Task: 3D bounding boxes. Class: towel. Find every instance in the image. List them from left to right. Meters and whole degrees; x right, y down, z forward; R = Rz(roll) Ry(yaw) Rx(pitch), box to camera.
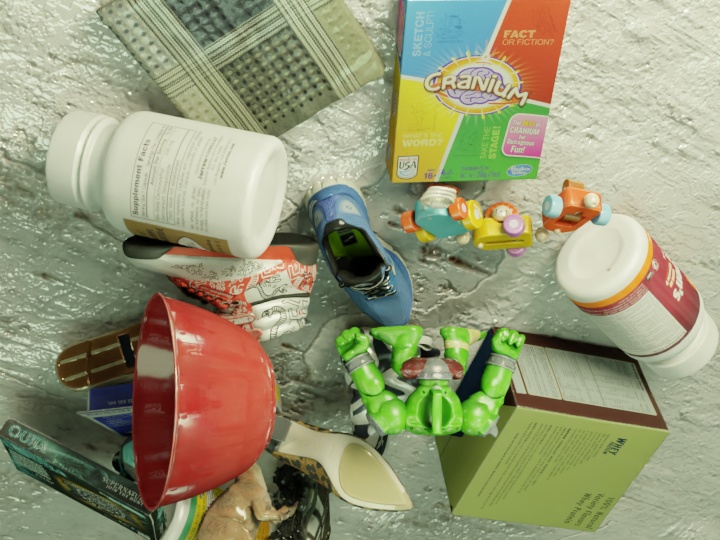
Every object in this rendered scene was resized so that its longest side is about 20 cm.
[{"bbox_3d":[-0.103,-0.209,0.959,0.192,0.035,0.200,-29,127,12],"label":"towel"}]

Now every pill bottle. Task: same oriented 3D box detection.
[{"bbox_3d":[-0.177,-0.084,0.966,0.200,0.114,0.114,13,131,10],"label":"pill bottle"},{"bbox_3d":[-0.179,0.346,1.369,0.200,0.113,0.113,29,121,-29],"label":"pill bottle"},{"bbox_3d":[0.313,0.034,1.175,0.110,0.110,0.200,-36,127,21],"label":"pill bottle"}]

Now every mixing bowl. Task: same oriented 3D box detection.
[{"bbox_3d":[-0.145,0.124,0.994,0.108,0.200,0.200,4,131,-23],"label":"mixing bowl"}]

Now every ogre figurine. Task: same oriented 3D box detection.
[{"bbox_3d":[0.075,0.121,1.145,0.200,0.120,0.098,6,166,-20],"label":"ogre figurine"}]

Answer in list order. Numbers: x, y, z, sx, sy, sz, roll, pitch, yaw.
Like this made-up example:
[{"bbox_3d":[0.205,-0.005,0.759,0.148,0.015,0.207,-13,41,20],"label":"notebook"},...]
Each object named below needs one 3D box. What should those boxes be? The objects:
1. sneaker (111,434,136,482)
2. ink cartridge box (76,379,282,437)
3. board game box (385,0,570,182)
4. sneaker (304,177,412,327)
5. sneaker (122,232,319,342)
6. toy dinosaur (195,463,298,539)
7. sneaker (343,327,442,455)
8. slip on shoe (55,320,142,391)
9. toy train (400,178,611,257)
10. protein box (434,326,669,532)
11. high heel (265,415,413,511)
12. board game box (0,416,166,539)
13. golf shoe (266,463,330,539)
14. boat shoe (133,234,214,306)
[{"bbox_3d":[-0.254,0.227,1.239,0.091,0.078,0.200,-3,164,7],"label":"sneaker"},{"bbox_3d":[-0.194,0.143,1.175,0.197,0.047,0.200,-7,162,-1],"label":"ink cartridge box"},{"bbox_3d":[0.107,-0.177,1.006,0.153,0.040,0.200,-3,131,-7],"label":"board game box"},{"bbox_3d":[0.000,0.000,1.111,0.078,0.089,0.200,-23,130,13],"label":"sneaker"},{"bbox_3d":[-0.137,0.019,1.037,0.201,0.067,0.108,0,107,-31],"label":"sneaker"},{"bbox_3d":[-0.156,0.291,1.246,0.135,0.200,0.086,22,145,5],"label":"toy dinosaur"},{"bbox_3d":[0.053,0.148,1.254,0.129,0.080,0.199,-3,122,6],"label":"sneaker"},{"bbox_3d":[-0.237,0.093,1.181,0.200,0.076,0.061,-16,171,-5],"label":"slip on shoe"},{"bbox_3d":[0.143,-0.069,1.073,0.200,0.056,0.150,7,157,-15],"label":"toy train"},{"bbox_3d":[0.225,0.197,1.286,0.200,0.135,0.199,11,128,-17],"label":"protein box"},{"bbox_3d":[-0.030,0.233,1.268,0.200,0.071,0.143,30,166,1],"label":"high heel"},{"bbox_3d":[-0.320,0.247,1.228,0.200,0.028,0.135,27,152,6],"label":"board game box"},{"bbox_3d":[-0.073,0.346,1.339,0.078,0.200,0.094,-5,151,35],"label":"golf shoe"},{"bbox_3d":[-0.164,0.006,1.105,0.072,0.068,0.200,-36,127,20],"label":"boat shoe"}]
